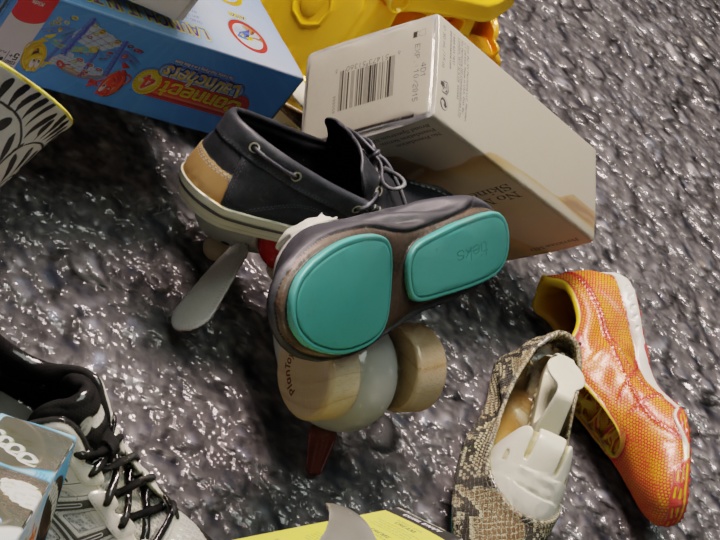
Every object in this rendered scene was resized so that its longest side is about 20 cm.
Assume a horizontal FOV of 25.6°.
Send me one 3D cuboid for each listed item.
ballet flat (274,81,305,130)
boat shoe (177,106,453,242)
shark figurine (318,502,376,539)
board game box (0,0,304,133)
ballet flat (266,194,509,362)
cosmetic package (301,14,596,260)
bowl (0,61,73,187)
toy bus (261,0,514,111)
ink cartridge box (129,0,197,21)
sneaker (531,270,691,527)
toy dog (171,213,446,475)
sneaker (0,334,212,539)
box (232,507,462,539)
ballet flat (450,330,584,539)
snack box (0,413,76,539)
[{"bbox_3d":[-0.086,-0.123,1.012,0.199,0.072,0.068,39,29,-2],"label":"ballet flat"},{"bbox_3d":[-0.009,-0.048,0.896,0.199,0.063,0.075,11,27,-38],"label":"boat shoe"},{"bbox_3d":[0.043,0.191,0.665,0.090,0.128,0.215,-54,127,-19],"label":"shark figurine"},{"bbox_3d":[-0.153,-0.177,0.896,0.199,0.056,0.197,12,40,-45],"label":"board game box"},{"bbox_3d":[0.000,0.000,0.816,0.073,0.073,0.199,51,36,16],"label":"ballet flat"},{"bbox_3d":[0.061,-0.076,1.011,0.199,0.105,0.072,30,56,-46],"label":"cosmetic package"},{"bbox_3d":[-0.249,-0.077,0.763,0.199,0.095,0.201,25,-7,3],"label":"bowl"},{"bbox_3d":[0.041,-0.196,1.110,0.199,0.192,0.136,-2,50,-46],"label":"toy bus"},{"bbox_3d":[-0.164,-0.228,0.801,0.199,0.085,0.146,16,37,-38],"label":"ink cartridge box"},{"bbox_3d":[0.161,0.085,1.037,0.076,0.073,0.201,-3,46,-16],"label":"sneaker"},{"bbox_3d":[-0.038,0.035,0.894,0.131,0.097,0.201,17,26,-25],"label":"toy dog"},{"bbox_3d":[-0.131,0.095,0.721,0.199,0.088,0.076,36,33,-9],"label":"sneaker"},{"bbox_3d":[-0.036,0.163,0.729,0.050,0.076,0.199,19,15,40],"label":"box"},{"bbox_3d":[0.100,0.100,0.940,0.068,0.075,0.201,35,35,-9],"label":"ballet flat"},{"bbox_3d":[-0.149,0.135,0.564,0.037,0.117,0.200,18,10,-4],"label":"snack box"}]
